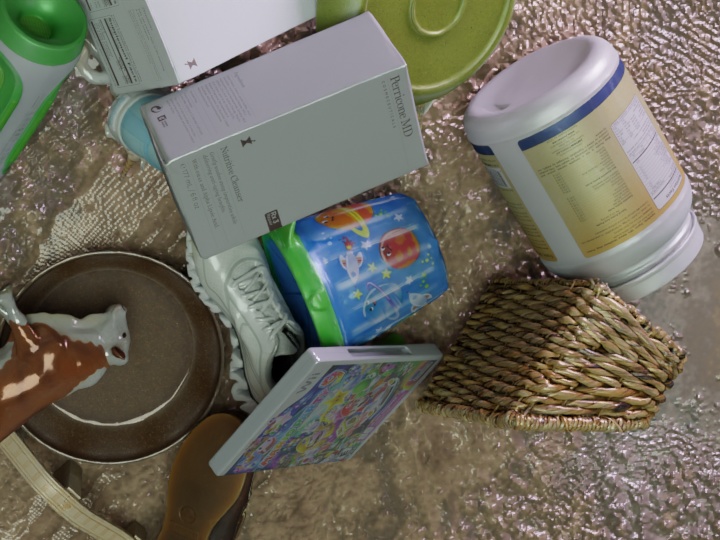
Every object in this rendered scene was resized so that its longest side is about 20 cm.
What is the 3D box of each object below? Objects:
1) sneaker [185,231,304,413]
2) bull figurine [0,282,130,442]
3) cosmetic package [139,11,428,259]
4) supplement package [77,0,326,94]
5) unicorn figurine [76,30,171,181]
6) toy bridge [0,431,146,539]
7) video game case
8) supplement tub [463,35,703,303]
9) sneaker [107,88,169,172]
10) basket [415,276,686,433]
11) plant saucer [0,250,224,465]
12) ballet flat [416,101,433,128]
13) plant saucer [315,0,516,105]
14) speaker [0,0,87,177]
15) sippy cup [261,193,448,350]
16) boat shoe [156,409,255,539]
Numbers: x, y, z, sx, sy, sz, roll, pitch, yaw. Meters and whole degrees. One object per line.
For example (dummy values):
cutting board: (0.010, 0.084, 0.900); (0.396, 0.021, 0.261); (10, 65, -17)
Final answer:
sneaker: (-0.088, 0.035, 1.700); (0.075, 0.081, 0.200); (-30, 110, -26)
bull figurine: (-0.292, 0.079, 1.681); (0.200, 0.065, 0.121); (-39, 105, 4)
cosmetic package: (-0.057, -0.105, 1.538); (0.200, 0.081, 0.113); (-23, 136, -5)
supplement package: (-0.145, -0.262, 1.553); (0.156, 0.111, 0.200); (-30, 107, -30)
unicorn figurine: (-0.185, -0.178, 1.635); (0.137, 0.074, 0.200); (35, 96, -28)
toy bridge: (-0.262, 0.194, 1.758); (0.027, 0.067, 0.200); (-42, 108, 7)
video game case: (-0.027, 0.118, 1.701); (0.143, 0.200, 0.018); (-49, 65, 23)
supplement tub: (0.193, -0.082, 1.682); (0.144, 0.144, 0.200); (-31, 110, 4)
sneaker: (-0.113, -0.094, 1.636); (0.200, 0.082, 0.074); (8, 116, -42)
basket: (0.167, 0.102, 1.695); (0.143, 0.200, 0.149); (38, 75, -20)
plant saucer: (-0.220, 0.073, 1.739); (0.200, 0.037, 0.201); (-2, 110, -7)
ballet flat: (0.049, -0.191, 1.674); (0.071, 0.071, 0.200); (15, 105, -12)
plant saucer: (0.056, -0.219, 1.599); (0.200, 0.031, 0.200); (-19, 125, -29)
speaker: (-0.291, -0.145, 1.586); (0.088, 0.089, 0.200); (28, 135, -15)
sippy cup: (0.000, 0.000, 1.700); (0.130, 0.178, 0.140); (-23, 73, -10)
boat shoe: (-0.137, 0.211, 1.783); (0.070, 0.070, 0.200); (29, 110, 18)
